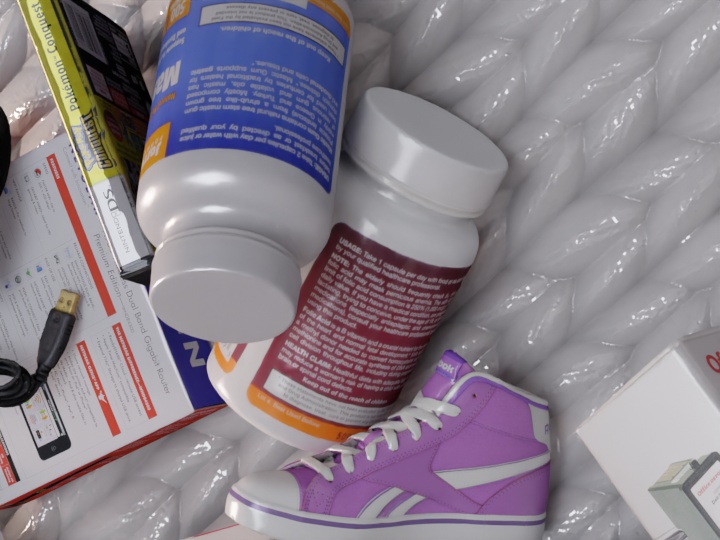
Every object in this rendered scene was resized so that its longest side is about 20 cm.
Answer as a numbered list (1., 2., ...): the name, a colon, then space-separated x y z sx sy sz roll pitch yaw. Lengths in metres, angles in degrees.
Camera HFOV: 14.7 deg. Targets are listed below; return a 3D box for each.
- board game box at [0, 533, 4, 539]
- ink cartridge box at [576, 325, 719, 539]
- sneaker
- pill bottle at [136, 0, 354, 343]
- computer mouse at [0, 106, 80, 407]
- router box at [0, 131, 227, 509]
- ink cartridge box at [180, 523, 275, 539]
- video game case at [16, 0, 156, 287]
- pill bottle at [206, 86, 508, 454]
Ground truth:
1. board game box: -0.282 0.255 1.848 0.200 0.026 0.200 -35 78 41
2. ink cartridge box: 0.230 0.132 1.522 0.084 0.145 0.200 -42 74 26
3. sneaker: 0.018 0.100 1.624 0.073 0.200 0.115 -152 65 -62
4. pill bottle: -0.067 -0.065 1.572 0.112 0.112 0.201 -11 55 28
5. computer mouse: -0.239 -0.014 1.743 0.140 0.046 0.201 15 81 -2
6. router box: -0.198 0.031 1.799 0.179 0.049 0.201 -25 82 27
7. ink cartridge box: -0.065 0.261 1.686 0.146 0.083 0.200 -19 108 28
8. video game case: -0.143 -0.075 1.679 0.025 0.200 0.181 -22 83 6
9. pill bottle: 0.000 0.000 1.653 0.114 0.114 0.200 36 110 21
